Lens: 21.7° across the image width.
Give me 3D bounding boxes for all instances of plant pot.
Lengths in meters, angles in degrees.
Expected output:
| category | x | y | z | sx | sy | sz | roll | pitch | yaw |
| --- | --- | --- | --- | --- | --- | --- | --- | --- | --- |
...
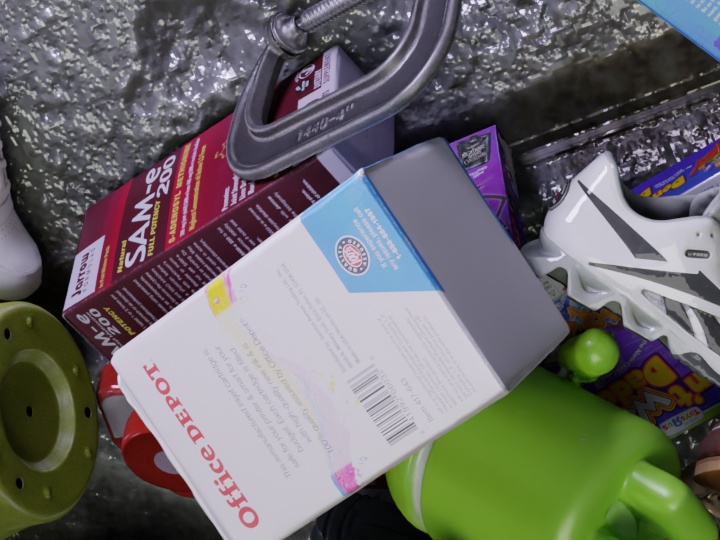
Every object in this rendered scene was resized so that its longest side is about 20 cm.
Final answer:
| category | x | y | z | sx | sy | sz | roll | pitch | yaw |
| --- | --- | --- | --- | --- | --- | --- | --- | --- | --- |
| plant pot | -0.270 | 0.097 | 1.130 | 0.192 | 0.201 | 0.201 | -11 | 117 | 26 |

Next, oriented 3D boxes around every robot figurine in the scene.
| category | x | y | z | sx | sy | sz | roll | pitch | yaw |
| --- | --- | --- | --- | --- | --- | --- | --- | --- | --- |
| robot figurine | 0.097 | 0.117 | 1.049 | 0.199 | 0.176 | 0.116 | 27 | 171 | 37 |

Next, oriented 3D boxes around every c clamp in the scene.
| category | x | y | z | sx | sy | sz | roll | pitch | yaw |
| --- | --- | --- | --- | --- | --- | --- | --- | --- | --- |
| c clamp | 0.002 | -0.134 | 1.021 | 0.199 | 0.172 | 0.027 | -27 | 133 | 36 |

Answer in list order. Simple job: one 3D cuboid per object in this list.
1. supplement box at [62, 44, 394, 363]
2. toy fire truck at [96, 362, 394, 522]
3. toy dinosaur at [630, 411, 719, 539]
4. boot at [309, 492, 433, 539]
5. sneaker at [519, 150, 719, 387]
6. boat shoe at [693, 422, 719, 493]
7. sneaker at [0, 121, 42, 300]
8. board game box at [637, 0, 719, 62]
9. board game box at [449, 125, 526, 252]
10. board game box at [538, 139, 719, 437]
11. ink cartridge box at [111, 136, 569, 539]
| category | x | y | z | sx | sy | sz | roll | pitch | yaw |
| --- | --- | --- | --- | --- | --- | --- | --- | --- | --- |
| supplement box | -0.076 | -0.034 | 1.089 | 0.199 | 0.109 | 0.061 | -31 | 121 | 23 |
| toy fire truck | -0.059 | 0.107 | 1.179 | 0.199 | 0.113 | 0.169 | -1 | 137 | 11 |
| toy dinosaur | 0.156 | 0.174 | 1.144 | 0.135 | 0.086 | 0.200 | -12 | 139 | 12 |
| boot | 0.042 | 0.228 | 1.141 | 0.197 | 0.073 | 0.163 | 18 | 129 | 9 |
| sneaker | 0.193 | 0.006 | 1.014 | 0.199 | 0.074 | 0.089 | 29 | 108 | -8 |
| boat shoe | 0.233 | 0.102 | 1.076 | 0.070 | 0.200 | 0.071 | 8 | 79 | 17 |
| sneaker | -0.245 | -0.069 | 1.122 | 0.099 | 0.075 | 0.200 | -26 | 112 | 23 |
| board game box | 0.223 | -0.183 | 0.994 | 0.199 | 0.045 | 0.152 | 35 | 119 | -10 |
| board game box | 0.000 | 0.000 | 1.088 | 0.199 | 0.120 | 0.032 | -23 | 130 | 17 |
| board game box | 0.188 | 0.017 | 1.103 | 0.199 | 0.045 | 0.135 | -32 | 110 | 24 |
| ink cartridge box | -0.018 | 0.044 | 0.973 | 0.200 | 0.125 | 0.129 | -34 | 89 | 25 |
